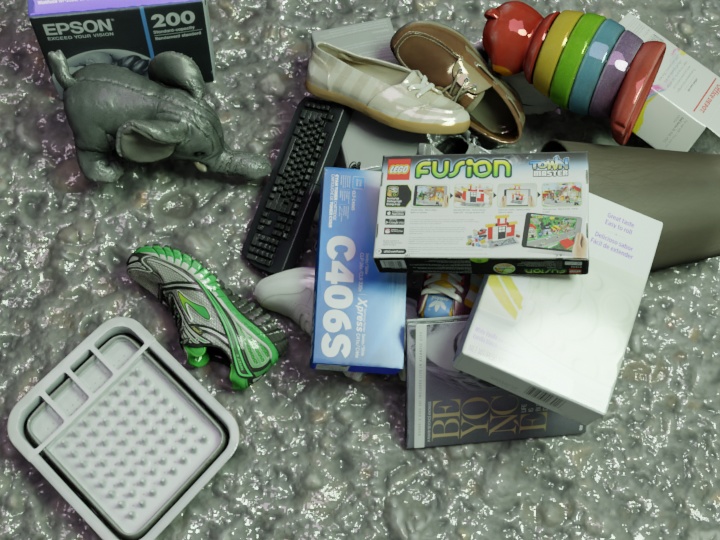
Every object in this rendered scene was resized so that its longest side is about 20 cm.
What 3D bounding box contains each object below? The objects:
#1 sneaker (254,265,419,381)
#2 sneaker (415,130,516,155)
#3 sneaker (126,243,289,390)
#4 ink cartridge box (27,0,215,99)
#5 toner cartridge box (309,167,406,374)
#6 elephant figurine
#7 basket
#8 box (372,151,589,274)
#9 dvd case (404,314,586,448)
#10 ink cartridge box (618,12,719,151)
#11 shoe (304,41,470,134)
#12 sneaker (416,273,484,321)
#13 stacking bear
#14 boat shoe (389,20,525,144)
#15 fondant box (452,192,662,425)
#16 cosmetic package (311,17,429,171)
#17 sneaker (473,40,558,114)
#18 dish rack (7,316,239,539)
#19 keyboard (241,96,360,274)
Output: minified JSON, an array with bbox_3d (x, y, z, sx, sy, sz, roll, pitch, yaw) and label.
[{"bbox_3d":[-0.023,0.058,0.970,0.195,0.075,0.101,15,65,3],"label":"sneaker"},{"bbox_3d":[0.126,-0.119,1.015,0.074,0.084,0.198,16,25,33],"label":"sneaker"},{"bbox_3d":[-0.175,0.046,0.965,0.198,0.078,0.086,36,69,12],"label":"sneaker"},{"bbox_3d":[-0.270,-0.282,1.040,0.193,0.201,0.044,-8,62,-7],"label":"ink cartridge box"},{"bbox_3d":[0.000,0.000,0.935,0.093,0.043,0.205,4,77,-8],"label":"toner cartridge box"},{"bbox_3d":[-0.216,-0.168,1.004,0.195,0.155,0.145,2,99,21],"label":"elephant figurine"},{"bbox_3d":[0.315,-0.067,1.018,0.195,0.137,0.183,-3,52,-9],"label":"basket"},{"bbox_3d":[0.114,-0.054,0.852,0.195,0.035,0.112,1,66,13],"label":"box"},{"bbox_3d":[0.142,0.111,0.929,0.195,0.152,0.016,-4,27,-5],"label":"dvd case"},{"bbox_3d":[0.368,-0.209,1.096,0.199,0.068,0.117,39,49,9],"label":"ink cartridge box"},{"bbox_3d":[0.029,-0.198,0.991,0.196,0.054,0.070,21,32,15],"label":"shoe"},{"bbox_3d":[0.096,0.006,0.925,0.074,0.204,0.090,7,30,30],"label":"sneaker"},{"bbox_3d":[0.227,-0.237,1.018,0.197,0.121,0.116,27,98,16],"label":"stacking bear"},{"bbox_3d":[0.119,-0.213,1.043,0.198,0.076,0.073,27,32,-26],"label":"boat shoe"},{"bbox_3d":[0.189,0.023,0.870,0.142,0.058,0.203,22,70,4],"label":"fondant box"},{"bbox_3d":[0.010,-0.189,1.079,0.104,0.091,0.204,-10,70,-7],"label":"cosmetic package"},{"bbox_3d":[0.193,-0.245,1.116,0.195,0.081,0.078,-8,63,-12],"label":"sneaker"},{"bbox_3d":[-0.238,0.167,0.927,0.199,0.044,0.172,40,69,14],"label":"dish rack"},{"bbox_3d":[-0.057,-0.090,1.009,0.125,0.021,0.204,18,86,32],"label":"keyboard"}]
